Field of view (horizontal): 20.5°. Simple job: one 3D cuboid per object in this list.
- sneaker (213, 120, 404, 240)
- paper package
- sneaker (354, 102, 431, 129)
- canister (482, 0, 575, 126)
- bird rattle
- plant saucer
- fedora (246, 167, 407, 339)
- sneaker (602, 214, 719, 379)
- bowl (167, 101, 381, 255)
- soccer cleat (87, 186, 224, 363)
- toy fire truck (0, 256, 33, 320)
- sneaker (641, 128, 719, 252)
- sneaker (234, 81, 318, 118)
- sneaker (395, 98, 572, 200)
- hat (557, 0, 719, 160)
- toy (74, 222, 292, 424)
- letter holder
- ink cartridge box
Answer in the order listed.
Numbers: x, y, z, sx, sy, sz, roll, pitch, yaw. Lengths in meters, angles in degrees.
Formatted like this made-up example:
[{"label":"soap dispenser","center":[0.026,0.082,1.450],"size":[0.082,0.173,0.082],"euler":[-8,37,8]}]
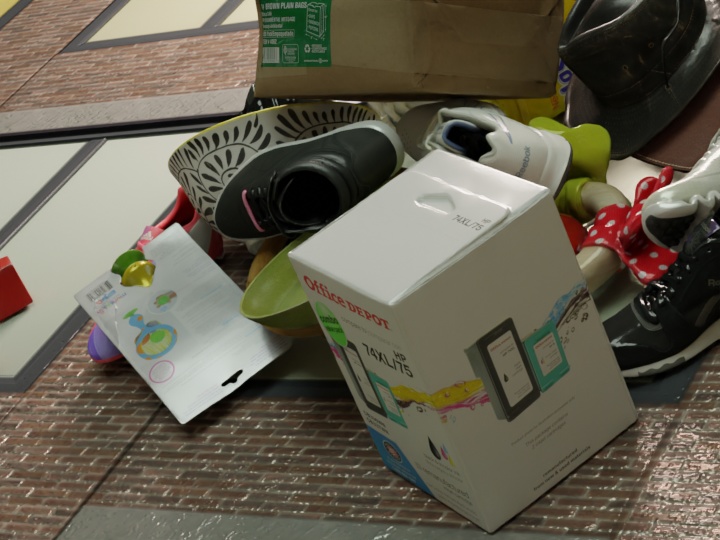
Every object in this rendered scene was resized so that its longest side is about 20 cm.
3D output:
[{"label":"sneaker","center":[-0.065,-0.060,1.611],"size":[0.199,0.071,0.099],"euler":[-21,12,37]},{"label":"paper package","center":[0.037,-0.196,1.676],"size":[0.199,0.105,0.190],"euler":[4,5,44]},{"label":"sneaker","center":[0.025,-0.149,1.909],"size":[0.198,0.080,0.130],"euler":[3,45,35]},{"label":"canister","center":[0.179,-0.223,1.837],"size":[0.199,0.149,0.086],"euler":[-32,27,-17]},{"label":"bird rattle","center":[0.179,-0.024,1.587],"size":[0.163,0.113,0.200],"euler":[-40,38,2]},{"label":"plant saucer","center":[-0.004,-0.013,1.542],"size":[0.199,0.031,0.200],"euler":[-31,15,9]},{"label":"fedora","center":[0.000,0.000,1.667],"size":[0.199,0.082,0.201],"euler":[-20,36,15]},{"label":"sneaker","center":[0.246,0.004,1.457],"size":[0.199,0.088,0.076],"euler":[-24,28,1]},{"label":"bowl","center":[-0.068,-0.071,1.794],"size":[0.199,0.095,0.201],"euler":[-12,-14,-3]},{"label":"soccer cleat","center":[-0.194,0.005,1.816],"size":[0.066,0.077,0.200],"euler":[0,36,37]},{"label":"toy fire truck","center":[-0.405,0.074,1.896],"size":[0.199,0.049,0.141],"euler":[-28,28,-5]},{"label":"sneaker","center":[0.284,-0.072,1.510],"size":[0.199,0.081,0.075],"euler":[-18,-23,-32]},{"label":"sneaker","center":[-0.080,-0.135,1.899],"size":[0.200,0.079,0.076],"euler":[-38,57,37]},{"label":"sneaker","center":[0.085,-0.108,1.600],"size":[0.199,0.087,0.075],"euler":[19,89,55]},{"label":"hat","center":[0.217,-0.195,1.633],"size":[0.200,0.081,0.202],"euler":[-35,42,38]},{"label":"toy","center":[-0.151,0.052,1.712],"size":[0.115,0.047,0.200],"euler":[-35,51,-12]},{"label":"letter holder","center":[0.287,-0.139,1.659],"size":[0.143,0.100,0.200],"euler":[-59,31,2]},{"label":"ink cartridge box","center":[0.073,0.045,1.405],"size":[0.146,0.201,0.146],"euler":[-35,29,-19]}]
